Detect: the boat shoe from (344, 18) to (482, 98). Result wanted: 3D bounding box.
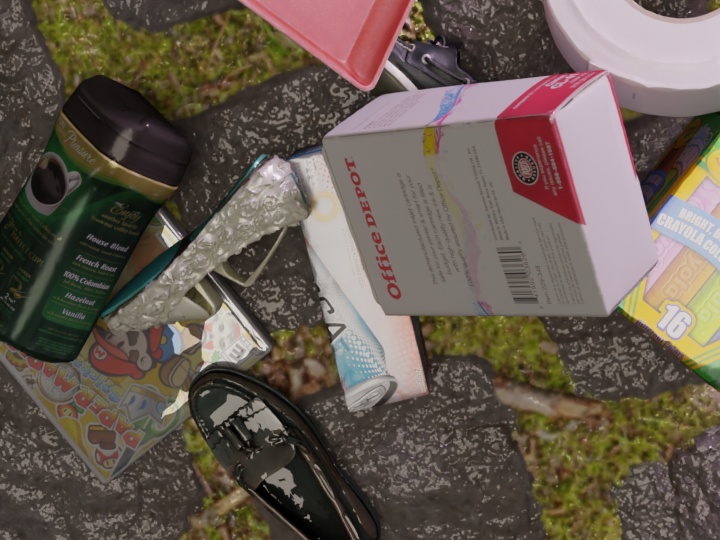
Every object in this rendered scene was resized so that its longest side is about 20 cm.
[{"bbox_3d":[0.063,-0.138,1.198,0.199,0.075,0.066,38,79,11],"label":"boat shoe"}]

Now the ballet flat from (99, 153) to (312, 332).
[{"bbox_3d":[-0.113,-0.003,1.199,0.200,0.072,0.072,-41,95,24],"label":"ballet flat"}]

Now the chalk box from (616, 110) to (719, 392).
[{"bbox_3d":[0.270,-0.037,1.170,0.123,0.124,0.201,37,100,-3],"label":"chalk box"}]

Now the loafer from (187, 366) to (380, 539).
[{"bbox_3d":[-0.056,0.157,1.252,0.072,0.063,0.200,-41,102,13],"label":"loafer"}]

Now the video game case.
[{"bbox_3d":[-0.197,0.038,1.274,0.182,0.023,0.200,-38,95,10],"label":"video game case"}]

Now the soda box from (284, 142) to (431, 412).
[{"bbox_3d":[0.000,0.000,1.230,0.068,0.064,0.202,-13,98,7],"label":"soda box"}]

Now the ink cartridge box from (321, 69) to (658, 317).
[{"bbox_3d":[0.088,-0.050,1.113,0.199,0.085,0.149,1,119,42],"label":"ink cartridge box"}]

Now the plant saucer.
[{"bbox_3d":[-0.035,-0.259,1.136,0.199,0.037,0.202,33,73,-28],"label":"plant saucer"}]

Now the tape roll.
[{"bbox_3d":[0.224,-0.213,1.136,0.200,0.071,0.205,-1,80,8],"label":"tape roll"}]

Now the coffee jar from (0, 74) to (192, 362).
[{"bbox_3d":[-0.208,-0.039,1.198,0.085,0.104,0.201,20,107,-45],"label":"coffee jar"}]
